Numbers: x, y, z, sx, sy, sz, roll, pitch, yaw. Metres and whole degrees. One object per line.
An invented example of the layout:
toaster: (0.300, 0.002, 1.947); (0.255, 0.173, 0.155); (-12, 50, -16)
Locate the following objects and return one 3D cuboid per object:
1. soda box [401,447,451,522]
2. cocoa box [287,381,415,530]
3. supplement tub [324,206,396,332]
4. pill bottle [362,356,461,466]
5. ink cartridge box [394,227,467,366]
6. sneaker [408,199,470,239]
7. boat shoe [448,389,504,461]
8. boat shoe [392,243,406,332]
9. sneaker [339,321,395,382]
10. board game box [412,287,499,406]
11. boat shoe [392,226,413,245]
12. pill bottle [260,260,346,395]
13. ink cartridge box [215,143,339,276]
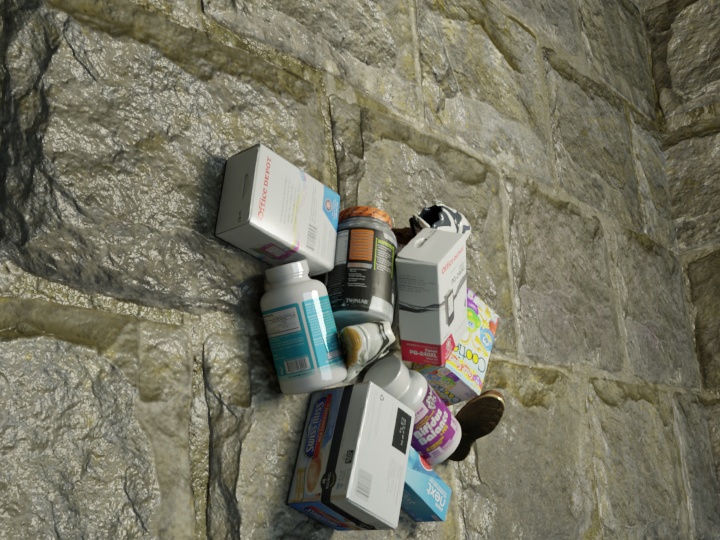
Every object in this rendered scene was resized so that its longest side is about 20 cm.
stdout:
soda box: (0.083, 0.372, 1.547); (0.200, 0.064, 0.068); (51, 43, -30)
cocoa box: (-0.012, 0.302, 1.390); (0.133, 0.131, 0.201); (40, 49, -37)
supplement tub: (0.000, 0.000, 1.471); (0.122, 0.122, 0.201); (31, 55, -43)
pill bottle: (0.091, 0.252, 1.557); (0.200, 0.112, 0.113); (52, 42, -28)
ink cartridge box: (0.129, 0.045, 1.529); (0.145, 0.083, 0.201); (-44, 136, -54)
sneaker: (0.118, -0.044, 1.622); (0.200, 0.079, 0.129); (-54, 131, -5)
boat shoe: (0.216, 0.288, 1.661); (0.072, 0.201, 0.068); (30, 40, -1)
boat shoe: (0.072, 0.053, 1.580); (0.069, 0.071, 0.202); (9, 91, -15)
sneaker: (0.006, 0.133, 1.421); (0.087, 0.200, 0.076); (-15, 79, -16)
board game box: (0.190, 0.153, 1.713); (0.105, 0.103, 0.201); (40, 48, -22)
boat shoe: (0.091, -0.057, 1.699); (0.199, 0.068, 0.073); (-12, 88, -53)
pill bottle: (-0.095, 0.089, 1.371); (0.110, 0.110, 0.202); (-12, 88, -53)
ink cartridge box: (-0.132, -0.093, 1.408); (0.200, 0.084, 0.146); (31, 54, -44)
